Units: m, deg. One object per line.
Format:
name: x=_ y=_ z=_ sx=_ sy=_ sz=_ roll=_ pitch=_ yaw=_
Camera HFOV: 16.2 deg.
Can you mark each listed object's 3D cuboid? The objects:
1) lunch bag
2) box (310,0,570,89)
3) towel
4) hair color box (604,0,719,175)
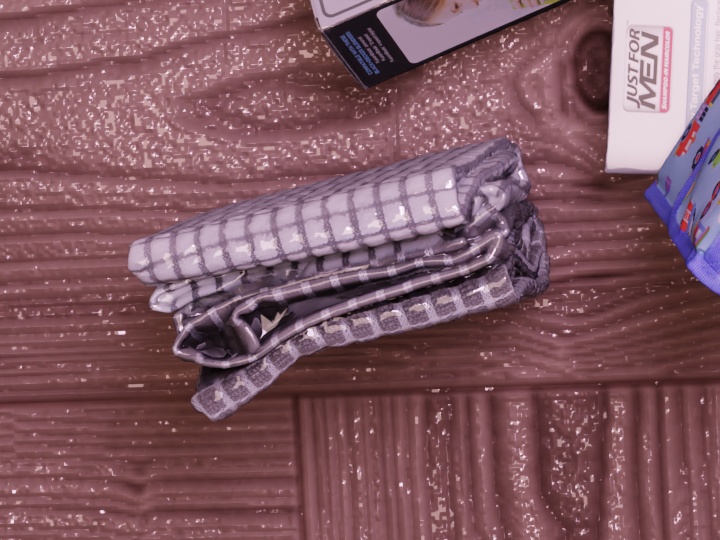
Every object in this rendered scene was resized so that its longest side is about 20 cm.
lunch bag: x=0.196 y=-0.060 z=1.074 sx=0.094 sy=0.200 sz=0.151 roll=35 pitch=100 yaw=3
box: x=0.067 y=-0.181 z=1.187 sx=0.199 sy=0.060 sz=0.117 roll=-23 pitch=59 yaw=12
towel: x=0.000 y=0.000 z=1.172 sx=0.164 sy=0.200 sz=0.086 roll=-14 pitch=94 yaw=11
hair color box: x=0.218 y=-0.092 z=1.200 sx=0.198 sy=0.061 sz=0.100 roll=3 pitch=96 yaw=8
